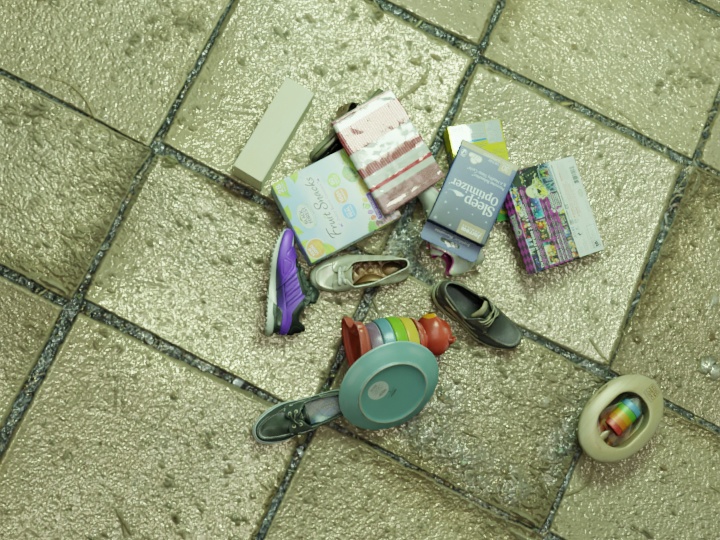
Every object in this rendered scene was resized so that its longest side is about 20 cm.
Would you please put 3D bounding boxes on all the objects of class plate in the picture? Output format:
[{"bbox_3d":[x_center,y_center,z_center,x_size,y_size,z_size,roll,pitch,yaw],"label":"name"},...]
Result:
[{"bbox_3d":[0.056,0.218,1.646,0.198,0.026,0.202,-11,125,-16],"label":"plate"}]

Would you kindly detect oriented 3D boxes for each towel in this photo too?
[{"bbox_3d":[0.051,-0.225,1.702,0.143,0.023,0.201,-32,92,-14],"label":"towel"}]

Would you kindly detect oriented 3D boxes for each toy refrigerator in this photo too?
[{"bbox_3d":[-0.169,-0.262,1.721,0.069,0.076,0.201,29,80,-3],"label":"toy refrigerator"}]

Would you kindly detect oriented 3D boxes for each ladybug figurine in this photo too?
[{"bbox_3d":[0.496,0.282,1.733,0.199,0.072,0.136,-38,88,-10],"label":"ladybug figurine"}]

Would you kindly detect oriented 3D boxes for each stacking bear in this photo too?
[{"bbox_3d":[0.078,0.132,1.685,0.198,0.121,0.115,-9,97,-17],"label":"stacking bear"}]

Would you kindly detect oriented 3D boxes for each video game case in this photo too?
[{"bbox_3d":[0.374,-0.110,1.765,0.180,0.036,0.202,-17,86,-27],"label":"video game case"}]

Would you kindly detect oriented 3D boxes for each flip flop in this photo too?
[{"bbox_3d":[-0.030,-0.288,1.749,0.200,0.081,0.058,-43,75,-6],"label":"flip flop"}]

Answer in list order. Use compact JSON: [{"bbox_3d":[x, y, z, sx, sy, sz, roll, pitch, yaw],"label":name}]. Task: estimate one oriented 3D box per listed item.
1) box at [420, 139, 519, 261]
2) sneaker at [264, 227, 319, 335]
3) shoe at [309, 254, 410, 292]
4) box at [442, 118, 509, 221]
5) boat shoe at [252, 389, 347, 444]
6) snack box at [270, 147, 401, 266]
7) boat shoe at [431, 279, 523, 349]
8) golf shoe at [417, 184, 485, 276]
[{"bbox_3d":[0.205,-0.130,1.696,0.120,0.032,0.202,24,85,-1],"label":"box"},{"bbox_3d":[-0.124,0.024,1.691,0.098,0.070,0.203,6,90,-5],"label":"sneaker"},{"bbox_3d":[0.000,0.000,1.717,0.197,0.053,0.071,-7,83,-8],"label":"shoe"},{"bbox_3d":[0.240,-0.190,1.780,0.116,0.048,0.203,-9,81,-10],"label":"box"},{"bbox_3d":[-0.106,0.266,1.664,0.198,0.057,0.069,-20,85,-10],"label":"boat shoe"},{"bbox_3d":[-0.048,-0.128,1.722,0.198,0.068,0.170,-28,87,-9],"label":"snack box"},{"bbox_3d":[0.225,0.087,1.724,0.199,0.073,0.075,31,79,-2],"label":"boat shoe"},{"bbox_3d":[0.155,-0.080,1.741,0.091,0.075,0.201,-36,87,-7],"label":"golf shoe"}]
